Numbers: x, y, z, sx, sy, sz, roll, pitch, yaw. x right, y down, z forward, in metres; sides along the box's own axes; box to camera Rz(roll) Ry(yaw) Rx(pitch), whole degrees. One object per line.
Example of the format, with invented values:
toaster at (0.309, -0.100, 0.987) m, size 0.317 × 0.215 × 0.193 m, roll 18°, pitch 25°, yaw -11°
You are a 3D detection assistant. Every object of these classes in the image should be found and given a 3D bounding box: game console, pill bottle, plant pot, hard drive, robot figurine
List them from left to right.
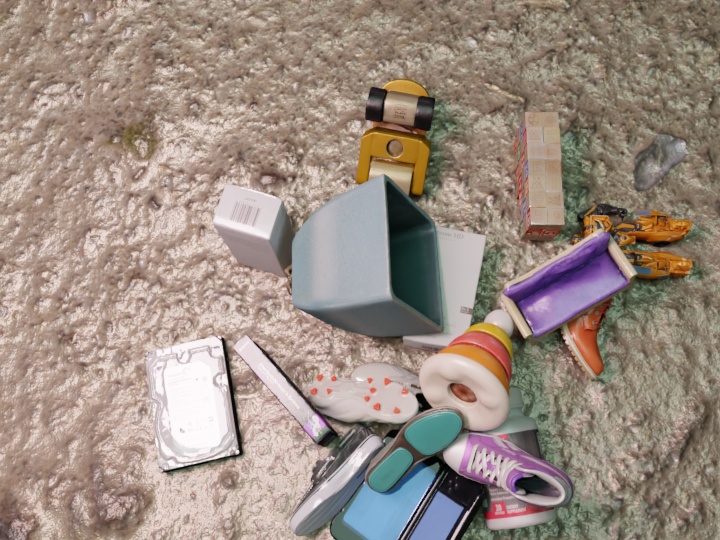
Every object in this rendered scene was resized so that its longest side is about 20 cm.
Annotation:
hard drive at (-0.282, 0.223, 1.198) m, size 0.137 × 0.038 × 0.204 m, roll -11°, pitch 73°, yaw -1°
plant pot at (0.000, 0.000, 1.127) m, size 0.197 × 0.196 × 0.199 m, roll -15°, pitch 64°, yaw 26°
game console at (0.069, 0.375, 1.104) m, size 0.116 × 0.175 × 0.202 m, roll 38°, pitch 78°, yaw -17°
pill bottle at (0.233, 0.294, 1.119) m, size 0.108 × 0.111 × 0.204 m, roll -9°, pitch 74°, yaw -1°
robot figurine at (0.466, -0.048, 1.234) m, size 0.196 × 0.058 × 0.148 m, roll 5°, pitch 73°, yaw 3°

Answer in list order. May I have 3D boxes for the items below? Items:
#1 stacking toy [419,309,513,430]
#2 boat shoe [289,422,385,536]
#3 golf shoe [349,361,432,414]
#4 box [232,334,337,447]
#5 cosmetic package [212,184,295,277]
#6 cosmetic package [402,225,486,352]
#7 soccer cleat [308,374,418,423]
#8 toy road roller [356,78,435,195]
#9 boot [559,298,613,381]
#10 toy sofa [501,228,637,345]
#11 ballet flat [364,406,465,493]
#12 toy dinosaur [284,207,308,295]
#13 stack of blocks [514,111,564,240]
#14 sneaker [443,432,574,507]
stacking toy at (0.191, 0.129, 1.098) m, size 0.145 × 0.147 × 0.201 m, roll 31°, pitch 50°, yaw 10°
boat shoe at (-0.046, 0.334, 1.149) m, size 0.200 × 0.072 × 0.071 m, roll -44°, pitch 54°, yaw -14°
golf shoe at (0.074, 0.194, 1.162) m, size 0.196 × 0.097 × 0.080 m, roll 15°, pitch 77°, yaw 8°
box at (-0.118, 0.196, 1.144) m, size 0.036 × 0.143 × 0.200 m, roll -41°, pitch 76°, yaw -8°
cosmetic package at (-0.170, -0.062, 1.188) m, size 0.100 × 0.200 × 0.075 m, roll 17°, pitch 75°, yaw 6°
cosmetic package at (0.143, 0.034, 1.212) m, size 0.111 × 0.081 × 0.204 m, roll 9°, pitch 76°, yaw 7°
soccer cleat at (0.008, 0.211, 1.138) m, size 0.197 × 0.078 × 0.070 m, roll 4°, pitch 48°, yaw 30°
toy road roller at (0.070, -0.242, 1.289) m, size 0.120 × 0.146 × 0.204 m, roll 11°, pitch 112°, yaw 5°
boot at (0.379, 0.076, 1.180) m, size 0.106 × 0.075 × 0.203 m, roll -20°, pitch 73°, yaw 17°
toy sofa at (0.328, 0.028, 1.127) m, size 0.198 × 0.098 × 0.084 m, roll -31°, pitch 62°, yaw 8°
ballet flat at (0.081, 0.263, 1.093) m, size 0.067 × 0.064 × 0.200 m, roll 43°, pitch 110°, yaw -4°
toy dinosaur at (-0.084, 0.002, 1.253) m, size 0.100 × 0.058 × 0.202 m, roll -25°, pitch 81°, yaw -21°
stack of blocks at (0.309, -0.158, 1.242) m, size 0.057 × 0.115 × 0.204 m, roll 1°, pitch 75°, yaw 2°
sneaker at (0.202, 0.280, 1.013) m, size 0.197 × 0.114 × 0.074 m, roll 12°, pitch 84°, yaw 25°
